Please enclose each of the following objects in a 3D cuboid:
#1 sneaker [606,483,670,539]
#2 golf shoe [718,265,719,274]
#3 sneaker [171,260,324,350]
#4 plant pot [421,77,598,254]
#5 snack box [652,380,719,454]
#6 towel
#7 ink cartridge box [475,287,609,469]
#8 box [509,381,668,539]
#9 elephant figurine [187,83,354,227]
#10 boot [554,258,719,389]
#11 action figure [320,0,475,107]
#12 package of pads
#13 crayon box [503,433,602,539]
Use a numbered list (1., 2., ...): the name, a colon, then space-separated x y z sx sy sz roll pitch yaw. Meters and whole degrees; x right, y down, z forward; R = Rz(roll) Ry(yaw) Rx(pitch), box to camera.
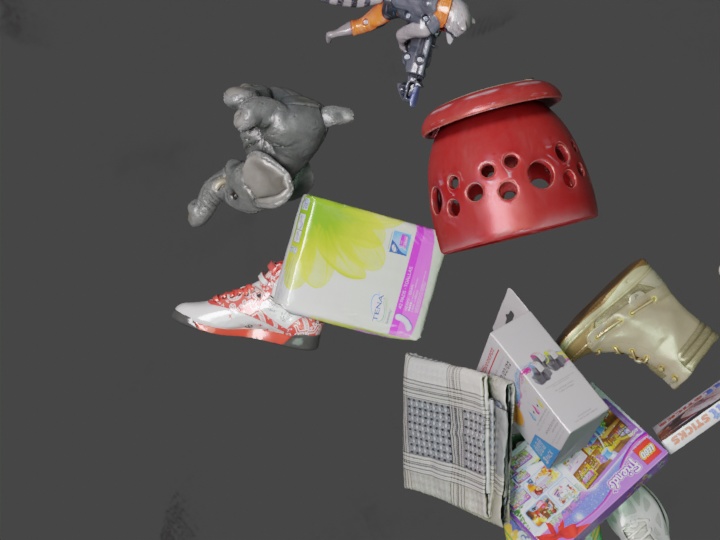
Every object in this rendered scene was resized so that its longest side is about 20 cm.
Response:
1. sneaker: 0.380 0.364 1.492 0.076 0.115 0.201 -27 93 8
2. golf shoe: 0.523 0.045 1.403 0.088 0.200 0.077 27 91 -38
3. sneaker: -0.144 0.035 1.529 0.201 0.067 0.108 11 97 1
4. plant pot: 0.173 -0.127 1.417 0.200 0.200 0.183 -16 88 7
5. snack box: 0.469 0.162 1.482 0.200 0.072 0.024 -38 92 8
6. towel: 0.119 0.214 1.478 0.035 0.200 0.193 -4 99 -38
7. ink cartridge box: 0.211 0.134 1.441 0.068 0.115 0.200 -27 64 -21
8. box: 0.272 0.256 1.468 0.200 0.039 0.137 -39 60 -10
9. elephant figurine: -0.122 -0.132 1.490 0.141 0.155 0.200 -3 113 -37
10. boot: 0.345 0.105 1.486 0.155 0.073 0.200 45 91 2
11. action figure: 0.046 -0.312 1.453 0.193 0.105 0.200 8 95 14
12. package of pads: 0.000 0.000 1.479 0.200 0.068 0.155 15 93 -17
13. crayon box: 0.250 0.315 1.532 0.126 0.052 0.200 -11 95 6
